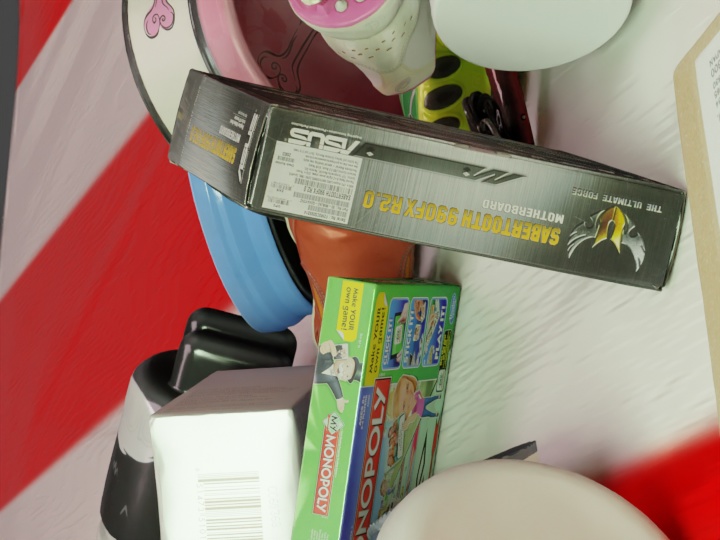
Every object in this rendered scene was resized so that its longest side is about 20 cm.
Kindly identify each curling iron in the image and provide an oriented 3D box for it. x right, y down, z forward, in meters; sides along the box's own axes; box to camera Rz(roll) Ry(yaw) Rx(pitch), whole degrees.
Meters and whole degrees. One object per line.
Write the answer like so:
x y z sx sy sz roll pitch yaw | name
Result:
0.059 -0.138 1.273 0.026 0.050 0.200 -15 78 26 | curling iron

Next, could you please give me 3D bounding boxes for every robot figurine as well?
-0.095 0.128 1.575 0.125 0.150 0.200 29 113 34 | robot figurine

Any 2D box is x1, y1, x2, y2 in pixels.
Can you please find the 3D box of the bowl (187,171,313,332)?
-0.057 -0.064 1.505 0.201 0.039 0.201 -12 -90 -76 | bowl

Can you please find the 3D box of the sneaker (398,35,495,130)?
0.044 -0.152 1.336 0.084 0.074 0.200 165 111 -67 | sneaker

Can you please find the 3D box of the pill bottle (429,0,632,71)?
0.072 -0.202 1.203 0.116 0.116 0.200 121 151 -51 | pill bottle

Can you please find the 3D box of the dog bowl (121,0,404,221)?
-0.028 -0.132 1.378 0.074 0.200 0.200 -24 58 48 | dog bowl

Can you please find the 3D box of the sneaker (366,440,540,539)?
0.055 0.141 1.206 0.082 0.070 0.200 65 167 8 | sneaker

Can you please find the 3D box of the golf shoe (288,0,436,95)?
0.001 -0.171 1.269 0.092 0.075 0.200 54 -154 -43 | golf shoe

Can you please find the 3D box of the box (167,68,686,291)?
0.026 -0.043 1.142 0.158 0.200 0.048 -152 74 -70 | box

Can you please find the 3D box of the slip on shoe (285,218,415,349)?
0.000 0.000 1.360 0.200 0.074 0.061 86 171 -49 | slip on shoe

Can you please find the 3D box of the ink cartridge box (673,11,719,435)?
0.187 -0.050 0.854 0.200 0.075 0.165 124 149 -53 | ink cartridge box

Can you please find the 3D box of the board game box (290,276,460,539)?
0.005 0.104 1.303 0.135 0.029 0.200 0 -82 -70 | board game box

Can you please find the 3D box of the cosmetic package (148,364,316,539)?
-0.057 0.118 1.384 0.200 0.081 0.113 -26 -67 -84 | cosmetic package

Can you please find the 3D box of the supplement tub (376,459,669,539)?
0.047 0.193 1.067 0.144 0.144 0.200 -100 25 -43 | supplement tub
